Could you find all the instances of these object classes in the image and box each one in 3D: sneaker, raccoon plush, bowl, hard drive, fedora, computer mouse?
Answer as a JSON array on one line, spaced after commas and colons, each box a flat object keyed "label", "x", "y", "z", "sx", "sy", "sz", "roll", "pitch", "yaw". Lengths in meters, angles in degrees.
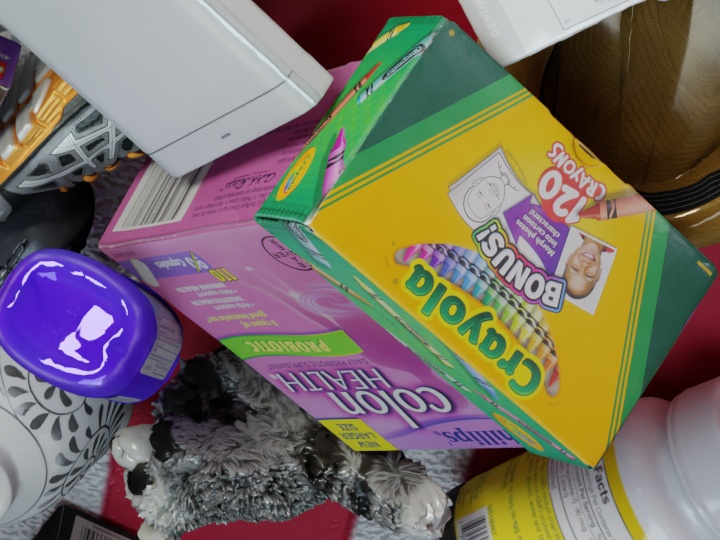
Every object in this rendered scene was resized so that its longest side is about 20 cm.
[{"label": "sneaker", "x": -0.135, "y": -0.082, "z": 1.287, "sx": 0.077, "sy": 0.078, "sz": 0.200, "roll": 31, "pitch": 128, "yaw": -27}, {"label": "raccoon plush", "x": -0.055, "y": 0.135, "z": 1.426, "sx": 0.200, "sy": 0.097, "sz": 0.134, "roll": 36, "pitch": 144, "yaw": 17}, {"label": "bowl", "x": -0.235, "y": 0.091, "z": 1.445, "sx": 0.200, "sy": 0.094, "sz": 0.201, "roll": 3, "pitch": 133, "yaw": 3}, {"label": "hard drive", "x": -0.122, "y": -0.131, "z": 1.161, "sx": 0.200, "sy": 0.027, "sz": 0.132, "roll": 43, "pitch": 147, "yaw": -18}, {"label": "fedora", "x": 0.147, "y": -0.105, "z": 1.227, "sx": 0.200, "sy": 0.082, "sz": 0.201, "roll": 3, "pitch": 127, "yaw": 4}, {"label": "computer mouse", "x": -0.212, "y": 0.027, "z": 1.359, "sx": 0.059, "sy": 0.034, "sz": 0.200, "roll": 34, "pitch": 96, "yaw": -2}]

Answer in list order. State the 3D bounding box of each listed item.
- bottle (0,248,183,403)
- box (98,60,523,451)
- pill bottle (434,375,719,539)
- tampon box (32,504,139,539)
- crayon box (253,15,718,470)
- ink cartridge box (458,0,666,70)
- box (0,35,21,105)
[{"label": "bottle", "x": -0.136, "y": 0.033, "z": 1.329, "sx": 0.083, "sy": 0.200, "sz": 0.065, "roll": 28, "pitch": 88, "yaw": 7}, {"label": "box", "x": 0.000, "y": 0.000, "z": 1.282, "sx": 0.200, "sy": 0.097, "sz": 0.176, "roll": 39, "pitch": 155, "yaw": -27}, {"label": "pill bottle", "x": 0.147, "y": 0.142, "z": 1.433, "sx": 0.200, "sy": 0.114, "sz": 0.114, "roll": -28, "pitch": 124, "yaw": 29}, {"label": "tampon box", "x": -0.177, "y": 0.275, "z": 1.586, "sx": 0.150, "sy": 0.126, "sz": 0.200, "roll": 26, "pitch": 131, "yaw": -16}, {"label": "crayon box", "x": 0.061, "y": -0.012, "z": 1.172, "sx": 0.200, "sy": 0.119, "sz": 0.058, "roll": 40, "pitch": 166, "yaw": -26}, {"label": "ink cartridge box", "x": 0.095, "y": -0.212, "z": 1.111, "sx": 0.173, "sy": 0.044, "sz": 0.200, "roll": -23, "pitch": 103, "yaw": 26}, {"label": "box", "x": -0.289, "y": -0.097, "z": 1.268, "sx": 0.200, "sy": 0.039, "sz": 0.137, "roll": 23, "pitch": 131, "yaw": -14}]
